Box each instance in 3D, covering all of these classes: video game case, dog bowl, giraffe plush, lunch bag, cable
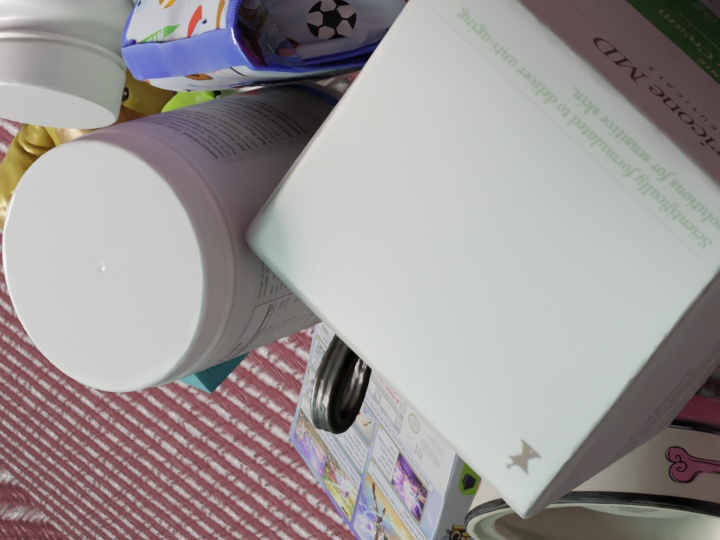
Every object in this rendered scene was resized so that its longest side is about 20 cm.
[{"bbox_3d":[0.026,0.103,1.804,0.200,0.045,0.182,53,139,43],"label":"video game case"},{"bbox_3d":[0.163,0.124,1.540,0.199,0.074,0.200,6,163,2],"label":"dog bowl"},{"bbox_3d":[-0.180,-0.115,1.901,0.162,0.172,0.201,139,124,-67],"label":"giraffe plush"},{"bbox_3d":[-0.019,-0.161,1.345,0.124,0.200,0.170,55,160,-16],"label":"lunch bag"},{"bbox_3d":[0.000,0.000,1.674,0.050,0.097,0.201,20,107,21],"label":"cable"}]

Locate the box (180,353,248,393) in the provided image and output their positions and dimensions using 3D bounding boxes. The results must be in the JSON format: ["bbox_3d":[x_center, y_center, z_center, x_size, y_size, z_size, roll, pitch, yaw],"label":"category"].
[{"bbox_3d":[-0.062,-0.013,1.715,0.049,0.200,0.082,50,164,-26],"label":"box"}]

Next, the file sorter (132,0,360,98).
[{"bbox_3d":[-0.039,-0.146,1.537,0.139,0.124,0.200,29,152,49],"label":"file sorter"}]

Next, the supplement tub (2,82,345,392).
[{"bbox_3d":[-0.075,-0.021,1.357,0.132,0.200,0.133,8,105,31],"label":"supplement tub"}]

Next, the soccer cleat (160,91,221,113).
[{"bbox_3d":[-0.106,-0.039,1.570,0.068,0.081,0.200,44,161,21],"label":"soccer cleat"}]

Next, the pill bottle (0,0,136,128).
[{"bbox_3d":[-0.178,-0.194,1.587,0.113,0.201,0.113,7,168,1],"label":"pill bottle"}]

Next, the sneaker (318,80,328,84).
[{"bbox_3d":[-0.086,-0.102,1.779,0.075,0.090,0.200,48,161,3],"label":"sneaker"}]

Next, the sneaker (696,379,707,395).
[{"bbox_3d":[0.143,0.019,1.468,0.077,0.085,0.200,3,138,29],"label":"sneaker"}]

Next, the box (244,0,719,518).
[{"bbox_3d":[0.097,-0.033,1.258,0.199,0.171,0.200,45,121,15],"label":"box"}]
